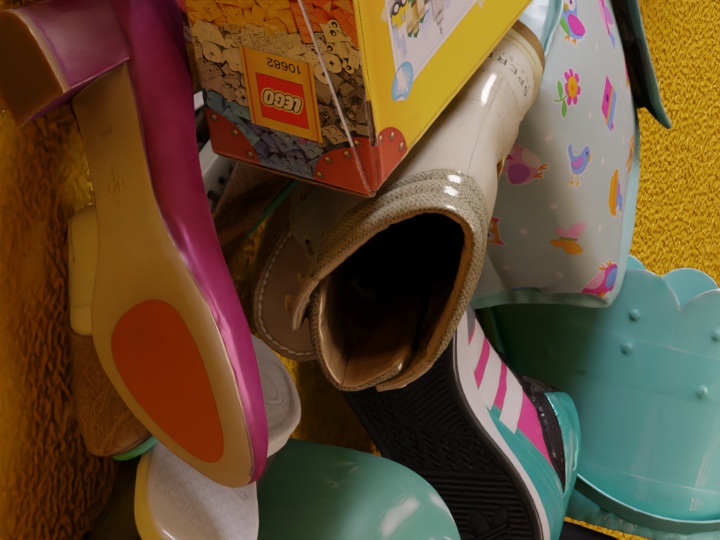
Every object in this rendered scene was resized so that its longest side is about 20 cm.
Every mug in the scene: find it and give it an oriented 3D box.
[{"bbox_3d":[-0.023,0.167,1.095,0.186,0.114,0.152,-66,151,-31],"label":"mug"}]

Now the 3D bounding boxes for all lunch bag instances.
[{"bbox_3d":[0.082,-0.106,1.234,0.171,0.121,0.201,68,31,-44],"label":"lunch bag"}]

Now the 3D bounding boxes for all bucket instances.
[{"bbox_3d":[0.153,0.065,1.345,0.207,0.206,0.136,5,98,-64],"label":"bucket"}]

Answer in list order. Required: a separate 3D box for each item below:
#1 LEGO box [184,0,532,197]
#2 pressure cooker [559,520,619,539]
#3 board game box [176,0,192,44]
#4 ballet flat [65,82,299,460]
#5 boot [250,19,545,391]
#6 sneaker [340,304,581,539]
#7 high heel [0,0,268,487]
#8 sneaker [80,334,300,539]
[{"bbox_3d":[0.015,-0.152,0.958,0.200,0.077,0.150,-51,146,-38],"label":"LEGO box"},{"bbox_3d":[0.078,0.244,1.245,0.175,0.178,0.201,-18,129,-52],"label":"pressure cooker"},{"bbox_3d":[-0.060,-0.206,1.023,0.103,0.019,0.202,44,57,-58],"label":"board game box"},{"bbox_3d":[-0.077,-0.017,1.002,0.073,0.067,0.201,54,46,-29],"label":"ballet flat"},{"bbox_3d":[0.000,0.000,1.030,0.200,0.072,0.155,-51,-166,36],"label":"boot"},{"bbox_3d":[0.048,0.054,1.212,0.201,0.083,0.121,68,16,4],"label":"sneaker"},{"bbox_3d":[-0.068,-0.021,0.945,0.096,0.067,0.201,-27,87,-50],"label":"high heel"},{"bbox_3d":[-0.081,0.095,1.025,0.099,0.070,0.200,-55,-169,24],"label":"sneaker"}]
